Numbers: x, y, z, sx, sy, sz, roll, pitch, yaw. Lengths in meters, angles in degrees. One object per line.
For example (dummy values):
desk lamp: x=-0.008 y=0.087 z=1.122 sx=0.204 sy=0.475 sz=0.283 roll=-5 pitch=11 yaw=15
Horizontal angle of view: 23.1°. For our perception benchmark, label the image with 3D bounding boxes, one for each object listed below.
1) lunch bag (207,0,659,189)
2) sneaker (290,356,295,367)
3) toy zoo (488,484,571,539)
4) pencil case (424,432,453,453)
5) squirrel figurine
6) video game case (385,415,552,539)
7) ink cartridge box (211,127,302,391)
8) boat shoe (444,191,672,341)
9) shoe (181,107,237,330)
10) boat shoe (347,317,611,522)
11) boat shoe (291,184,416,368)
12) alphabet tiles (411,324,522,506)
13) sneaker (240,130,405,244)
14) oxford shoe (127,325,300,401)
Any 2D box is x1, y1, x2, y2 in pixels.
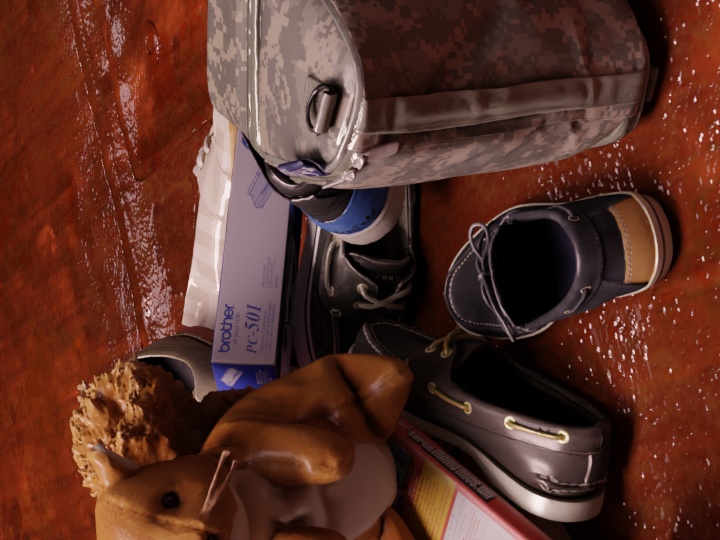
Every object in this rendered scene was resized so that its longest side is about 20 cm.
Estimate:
lunch bag: x=0.032 y=-0.114 z=0.910 sx=0.168 sy=0.199 sz=0.140 roll=41 pitch=132 yaw=51
sneaker: x=-0.112 y=0.120 z=1.363 sx=0.072 sy=0.082 sz=0.201 roll=58 pitch=144 yaw=35
toy zoo: x=0.061 y=0.227 z=1.053 sx=0.200 sy=0.020 sz=0.132 roll=-44 pitch=62 yaw=30
pencil case: x=0.009 y=0.151 z=1.138 sx=0.091 sy=0.093 sz=0.201 roll=-62 pitch=-12 yaw=-53
squirrel figurine: x=-0.084 y=0.125 z=0.988 sx=0.199 sy=0.186 sz=0.142 roll=14 pitch=113 yaw=44
video game case: x=0.033 y=0.167 z=1.029 sx=0.200 sy=0.017 sz=0.144 roll=38 pitch=128 yaw=33
ink cartridge box: x=-0.065 y=-0.009 z=1.171 sx=0.094 sy=0.044 sz=0.201 roll=88 pitch=-175 yaw=-61
boat shoe: x=0.093 y=-0.001 z=0.977 sx=0.200 sy=0.062 sz=0.075 roll=-19 pitch=83 yaw=63
shoe: x=-0.103 y=-0.049 z=1.292 sx=0.070 sy=0.053 sz=0.201 roll=-59 pitch=-28 yaw=-77
boat shoe: x=0.069 y=0.070 z=1.024 sx=0.201 sy=0.071 sz=0.061 roll=33 pitch=122 yaw=40
boat shoe: x=0.000 y=0.000 z=1.135 sx=0.064 sy=0.070 sz=0.201 roll=21 pitch=114 yaw=57
alphabet tiles: x=0.054 y=0.122 z=1.139 sx=0.168 sy=0.008 sz=0.200 roll=65 pitch=147 yaw=28
sneaker: x=-0.022 y=-0.125 z=1.056 sx=0.076 sy=0.111 sz=0.201 roll=-7 pitch=73 yaw=26
oxford shoe: x=-0.079 y=0.100 z=1.219 sx=0.199 sy=0.075 sz=0.071 roll=19 pitch=111 yaw=34
